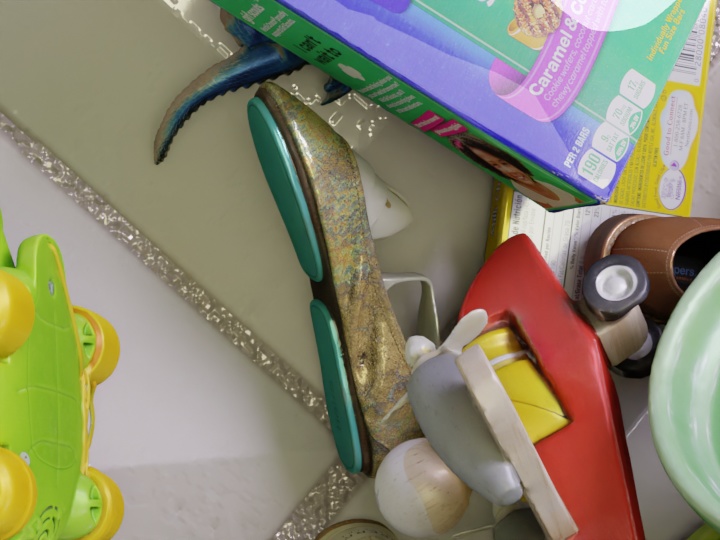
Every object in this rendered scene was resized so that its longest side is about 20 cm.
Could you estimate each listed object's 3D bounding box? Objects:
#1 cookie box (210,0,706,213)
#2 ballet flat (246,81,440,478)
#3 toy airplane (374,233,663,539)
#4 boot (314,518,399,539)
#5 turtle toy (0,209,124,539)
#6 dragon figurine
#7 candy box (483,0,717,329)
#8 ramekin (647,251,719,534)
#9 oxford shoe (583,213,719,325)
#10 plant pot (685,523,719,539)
[{"bbox_3d":[0.054,-0.149,0.800,0.199,0.075,0.172,30,80,-11],"label":"cookie box"},{"bbox_3d":[0.000,0.000,0.840,0.070,0.071,0.202,-18,107,-10],"label":"ballet flat"},{"bbox_3d":[0.076,0.101,0.787,0.140,0.199,0.202,-11,104,11],"label":"toy airplane"},{"bbox_3d":[0.019,0.223,0.806,0.072,0.155,0.202,-4,91,-11],"label":"boot"},{"bbox_3d":[-0.175,0.045,0.789,0.100,0.146,0.202,-7,77,11],"label":"turtle toy"},{"bbox_3d":[-0.014,-0.117,0.850,0.099,0.059,0.201,34,82,-9],"label":"dragon figurine"},{"bbox_3d":[0.121,-0.071,0.893,0.101,0.026,0.202,8,88,-11],"label":"candy box"},{"bbox_3d":[0.228,0.060,0.730,0.200,0.200,0.098,-42,128,-8],"label":"ramekin"},{"bbox_3d":[0.211,0.006,0.877,0.198,0.071,0.072,0,90,-28],"label":"oxford shoe"},{"bbox_3d":[0.270,0.194,0.839,0.198,0.200,0.182,-37,105,-9],"label":"plant pot"}]
